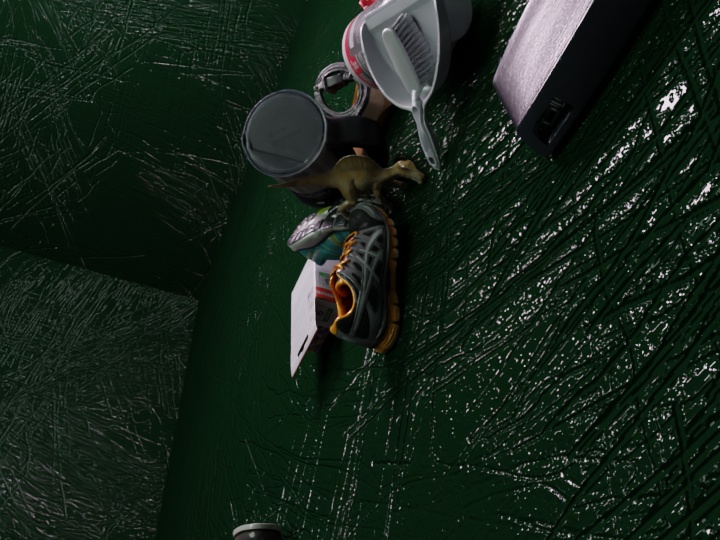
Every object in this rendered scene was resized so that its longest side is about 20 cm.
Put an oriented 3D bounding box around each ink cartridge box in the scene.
[{"bbox_3d":[-0.069,0.065,1.133,0.201,0.050,0.109,-97,28,-51],"label":"ink cartridge box"}]

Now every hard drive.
[{"bbox_3d":[0.177,-0.209,0.597,0.135,0.042,0.201,-95,27,-52],"label":"hard drive"}]

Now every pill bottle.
[{"bbox_3d":[0.061,-0.314,0.949,0.200,0.110,0.112,0,74,66],"label":"pill bottle"}]

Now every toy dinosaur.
[{"bbox_3d":[-0.011,-0.115,0.942,0.101,0.198,0.059,69,-160,-56],"label":"toy dinosaur"}]

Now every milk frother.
[{"bbox_3d":[-0.065,-0.215,1.022,0.188,0.179,0.202,33,-145,-76],"label":"milk frother"}]

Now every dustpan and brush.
[{"bbox_3d":[0.066,-0.221,0.852,0.057,0.201,0.139,-34,14,-34],"label":"dustpan and brush"}]

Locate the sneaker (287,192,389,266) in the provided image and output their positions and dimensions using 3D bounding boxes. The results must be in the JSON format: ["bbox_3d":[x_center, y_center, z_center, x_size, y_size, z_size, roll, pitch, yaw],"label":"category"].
[{"bbox_3d":[-0.022,-0.059,1.058,0.199,0.080,0.078,-20,36,48],"label":"sneaker"}]

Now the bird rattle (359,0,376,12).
[{"bbox_3d":[0.063,-0.498,1.165,0.162,0.112,0.202,-10,66,54],"label":"bird rattle"}]

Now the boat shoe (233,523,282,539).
[{"bbox_3d":[-0.158,0.420,1.054,0.202,0.071,0.061,116,158,-52],"label":"boat shoe"}]

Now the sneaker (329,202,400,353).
[{"bbox_3d":[0.000,0.000,0.879,0.078,0.076,0.202,126,147,-51],"label":"sneaker"}]

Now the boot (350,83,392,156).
[{"bbox_3d":[-0.006,-0.243,1.167,0.144,0.070,0.203,-5,76,64],"label":"boot"}]
